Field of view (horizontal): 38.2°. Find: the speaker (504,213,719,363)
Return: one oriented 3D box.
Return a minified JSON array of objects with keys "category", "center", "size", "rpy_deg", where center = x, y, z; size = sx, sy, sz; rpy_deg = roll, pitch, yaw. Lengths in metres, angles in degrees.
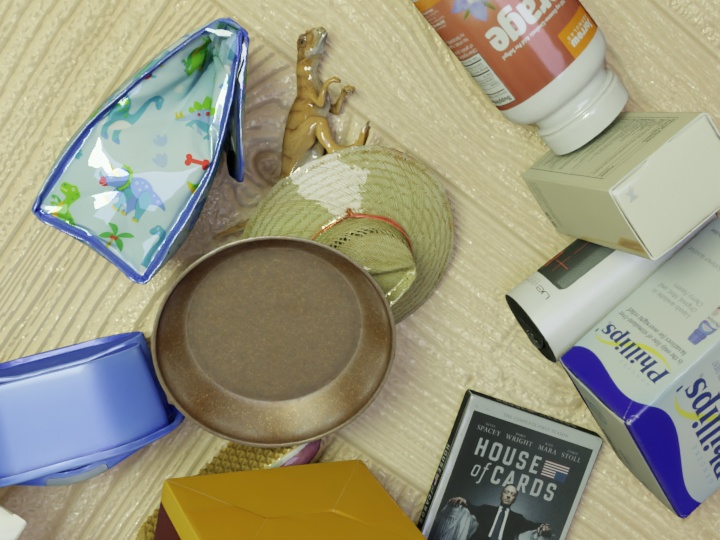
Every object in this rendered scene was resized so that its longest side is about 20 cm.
[{"category":"speaker","center":[0.233,-0.003,0.968],"size":[0.199,0.081,0.082],"rpy_deg":[-37,104,-3]}]

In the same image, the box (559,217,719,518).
[{"category":"box","center":[0.310,0.093,0.949],"size":[0.199,0.105,0.184],"rpy_deg":[-40,131,-2]}]

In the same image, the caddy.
[{"category":"caddy","center":[-0.247,0.125,0.866],"size":[0.196,0.141,0.107],"rpy_deg":[-14,96,-8]}]

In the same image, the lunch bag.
[{"category":"lunch bag","center":[-0.155,-0.105,0.830],"size":[0.126,0.170,0.202],"rpy_deg":[32,90,-14]}]

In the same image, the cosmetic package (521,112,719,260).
[{"category":"cosmetic package","center":[0.226,-0.078,0.892],"size":[0.105,0.200,0.072],"rpy_deg":[-38,104,-2]}]

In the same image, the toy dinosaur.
[{"category":"toy dinosaur","center":[-0.048,-0.107,0.918],"size":[0.104,0.060,0.204],"rpy_deg":[16,88,8]}]

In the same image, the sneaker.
[{"category":"sneaker","center":[-0.106,0.217,0.948],"size":[0.199,0.075,0.091],"rpy_deg":[-36,116,0]}]

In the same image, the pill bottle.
[{"category":"pill bottle","center":[0.141,-0.203,0.901],"size":[0.112,0.112,0.200],"rpy_deg":[-43,104,-1]}]

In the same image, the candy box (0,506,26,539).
[{"category":"candy box","center":[-0.370,0.192,0.820],"size":[0.167,0.199,0.072],"rpy_deg":[39,57,-13]}]

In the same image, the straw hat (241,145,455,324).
[{"category":"straw hat","center":[0.000,0.000,0.893],"size":[0.197,0.085,0.205],"rpy_deg":[-6,118,-12]}]

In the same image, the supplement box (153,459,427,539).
[{"category":"supplement box","center":[-0.070,0.289,0.877],"size":[0.194,0.133,0.204],"rpy_deg":[1,114,-33]}]

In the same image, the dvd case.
[{"category":"dvd case","center":[0.136,0.233,1.016],"size":[0.148,0.025,0.204],"rpy_deg":[19,96,-14]}]

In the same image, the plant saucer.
[{"category":"plant saucer","center":[-0.070,0.054,0.848],"size":[0.196,0.037,0.204],"rpy_deg":[-3,120,-5]}]
